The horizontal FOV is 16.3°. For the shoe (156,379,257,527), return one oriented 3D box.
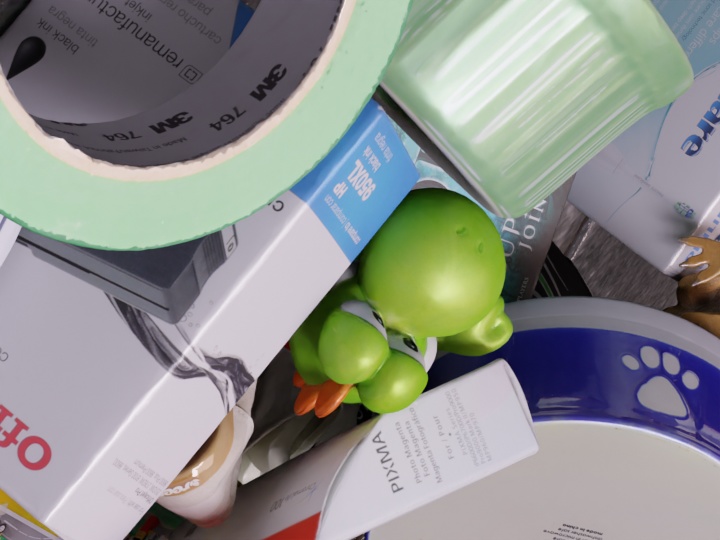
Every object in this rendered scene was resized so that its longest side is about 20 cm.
[{"bbox_3d":[-0.077,0.017,1.054,0.070,0.200,0.053,-18,143,18],"label":"shoe"}]

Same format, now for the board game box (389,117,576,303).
[{"bbox_3d":[0.046,-0.071,1.198,0.135,0.028,0.200,18,91,-29],"label":"board game box"}]

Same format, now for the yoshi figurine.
[{"bbox_3d":[0.014,-0.006,1.059,0.200,0.112,0.112,-110,-155,-70],"label":"yoshi figurine"}]

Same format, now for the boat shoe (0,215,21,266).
[{"bbox_3d":[-0.194,0.009,0.883,0.200,0.072,0.062,-44,165,-16],"label":"boat shoe"}]

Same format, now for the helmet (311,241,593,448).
[{"bbox_3d":[0.032,0.041,1.352,0.200,0.191,0.200,-13,134,-14],"label":"helmet"}]

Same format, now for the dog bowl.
[{"bbox_3d":[0.101,0.109,1.203,0.079,0.200,0.200,-84,-168,-46],"label":"dog bowl"}]

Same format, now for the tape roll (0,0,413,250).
[{"bbox_3d":[-0.072,-0.107,0.841,0.200,0.048,0.201,-17,121,-31],"label":"tape roll"}]

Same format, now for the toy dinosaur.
[{"bbox_3d":[0.179,0.021,1.251,0.200,0.060,0.106,-23,163,-4],"label":"toy dinosaur"}]

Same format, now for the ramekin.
[{"bbox_3d":[0.034,-0.114,1.032,0.098,0.200,0.200,-44,164,1],"label":"ramekin"}]

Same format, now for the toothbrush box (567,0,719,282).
[{"bbox_3d":[0.139,-0.103,1.300,0.147,0.200,0.085,-55,152,6],"label":"toothbrush box"}]

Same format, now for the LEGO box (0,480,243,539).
[{"bbox_3d":[-0.149,0.111,1.119,0.149,0.077,0.200,-50,148,-6],"label":"LEGO box"}]

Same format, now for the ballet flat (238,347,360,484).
[{"bbox_3d":[-0.051,0.098,1.242,0.069,0.069,0.200,-30,162,-52],"label":"ballet flat"}]

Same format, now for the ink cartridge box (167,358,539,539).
[{"bbox_3d":[-0.044,0.108,1.059,0.200,0.057,0.162,-15,170,-38],"label":"ink cartridge box"}]

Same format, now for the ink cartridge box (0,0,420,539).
[{"bbox_3d":[-0.098,-0.013,0.965,0.200,0.145,0.084,-51,162,-5],"label":"ink cartridge box"}]
